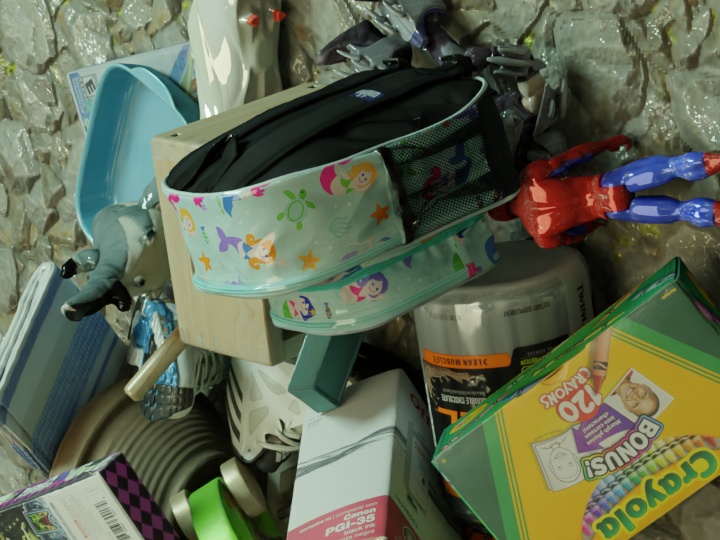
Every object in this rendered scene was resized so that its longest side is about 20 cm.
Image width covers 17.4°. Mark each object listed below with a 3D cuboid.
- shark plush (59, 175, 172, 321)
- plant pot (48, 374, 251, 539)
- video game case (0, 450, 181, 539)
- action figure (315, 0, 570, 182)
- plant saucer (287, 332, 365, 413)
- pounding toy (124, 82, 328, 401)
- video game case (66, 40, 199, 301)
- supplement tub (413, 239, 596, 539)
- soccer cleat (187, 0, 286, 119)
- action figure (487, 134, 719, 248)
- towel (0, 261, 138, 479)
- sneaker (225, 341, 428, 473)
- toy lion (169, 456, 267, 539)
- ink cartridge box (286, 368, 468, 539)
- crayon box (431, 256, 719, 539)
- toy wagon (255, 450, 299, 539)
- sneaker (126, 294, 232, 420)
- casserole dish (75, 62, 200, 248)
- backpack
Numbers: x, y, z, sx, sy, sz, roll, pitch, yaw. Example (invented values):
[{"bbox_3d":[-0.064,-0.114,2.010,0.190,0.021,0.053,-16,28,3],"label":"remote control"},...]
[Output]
[{"bbox_3d":[-0.183,0.002,1.754,0.083,0.200,0.091,-2,124,12],"label":"shark plush"},{"bbox_3d":[-0.152,0.188,1.874,0.092,0.201,0.202,11,116,37],"label":"plant pot"},{"bbox_3d":[-0.187,0.244,1.775,0.181,0.036,0.200,-24,104,44],"label":"video game case"},{"bbox_3d":[0.068,-0.116,1.585,0.200,0.069,0.130,40,126,24],"label":"action figure"},{"bbox_3d":[0.000,0.000,1.636,0.019,0.070,0.201,15,79,22],"label":"plant saucer"},{"bbox_3d":[-0.071,-0.015,1.695,0.142,0.184,0.201,13,117,45],"label":"pounding toy"},{"bbox_3d":[-0.151,-0.077,1.884,0.182,0.022,0.201,-7,102,49],"label":"video game case"},{"bbox_3d":[0.106,0.089,1.593,0.122,0.122,0.201,7,113,47],"label":"supplement tub"},{"bbox_3d":[-0.095,-0.146,1.759,0.077,0.069,0.201,25,118,45],"label":"soccer cleat"},{"bbox_3d":[0.181,-0.053,1.500,0.199,0.099,0.065,-5,101,26],"label":"action figure"},{"bbox_3d":[-0.227,0.105,1.869,0.024,0.147,0.200,0,144,30],"label":"towel"},{"bbox_3d":[-0.029,0.108,1.769,0.200,0.076,0.116,27,109,44],"label":"sneaker"},{"bbox_3d":[-0.061,0.258,1.744,0.200,0.069,0.192,57,-177,-17],"label":"toy lion"},{"bbox_3d":[0.021,0.184,1.614,0.083,0.200,0.147,-23,117,18],"label":"ink cartridge box"},{"bbox_3d":[0.160,0.100,1.493,0.200,0.058,0.119,-38,97,17],"label":"crayon box"},{"bbox_3d":[-0.024,0.184,1.850,0.155,0.040,0.200,-33,81,50],"label":"toy wagon"},{"bbox_3d":[-0.130,0.066,1.833,0.200,0.086,0.075,-115,38,-71],"label":"sneaker"},{"bbox_3d":[-0.167,-0.076,1.855,0.121,0.039,0.200,41,133,28],"label":"casserole dish"},{"bbox_3d":[-0.019,-0.042,1.497,0.177,0.200,0.151,8,114,57],"label":"backpack"}]
